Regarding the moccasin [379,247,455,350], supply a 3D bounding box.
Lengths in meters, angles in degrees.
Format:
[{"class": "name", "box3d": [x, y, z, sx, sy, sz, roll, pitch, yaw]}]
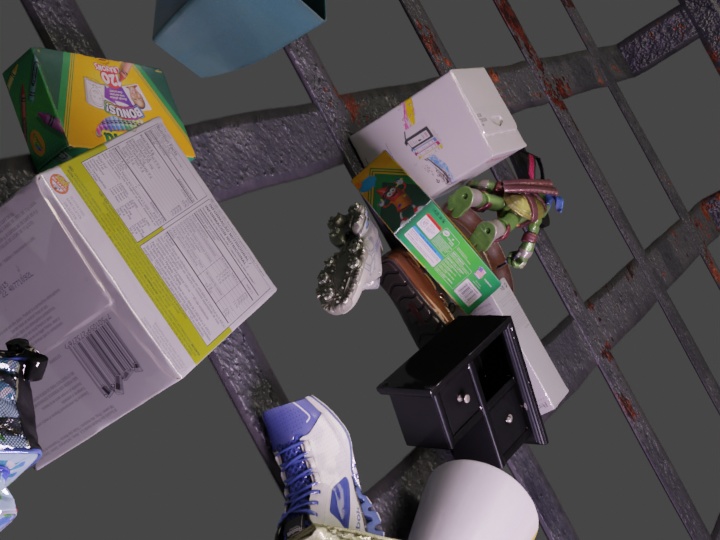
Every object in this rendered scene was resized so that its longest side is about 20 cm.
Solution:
[{"class": "moccasin", "box3d": [0.096, 0.058, 1.648, 0.202, 0.074, 0.078, 52, 38, 4]}]

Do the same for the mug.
[{"class": "mug", "box3d": [0.132, 0.346, 1.385, 0.187, 0.149, 0.153, 48, 39, -8]}]

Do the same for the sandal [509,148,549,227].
[{"class": "sandal", "box3d": [0.336, -0.179, 2.236, 0.075, 0.045, 0.201, 13, 54, -52]}]

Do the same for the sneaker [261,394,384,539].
[{"class": "sneaker", "box3d": [-0.051, 0.239, 1.249, 0.201, 0.080, 0.115, 63, 28, 2]}]

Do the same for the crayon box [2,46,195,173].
[{"class": "crayon box", "box3d": [-0.282, -0.167, 1.267, 0.199, 0.058, 0.120, -3, 67, -58]}]

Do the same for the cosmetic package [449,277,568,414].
[{"class": "cosmetic package", "box3d": [0.206, 0.127, 1.711, 0.201, 0.113, 0.081, 60, 29, 3]}]

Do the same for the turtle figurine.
[{"class": "turtle figurine", "box3d": [0.202, -0.070, 1.797, 0.193, 0.199, 0.145, -7, 93, -53]}]

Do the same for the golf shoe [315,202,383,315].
[{"class": "golf shoe", "box3d": [0.000, 0.000, 1.545, 0.097, 0.078, 0.201, 50, 32, -29]}]

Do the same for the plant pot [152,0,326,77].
[{"class": "plant pot", "box3d": [-0.164, -0.346, 1.460, 0.141, 0.199, 0.142, 35, 38, -38]}]

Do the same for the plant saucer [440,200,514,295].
[{"class": "plant saucer", "box3d": [0.178, -0.017, 1.867, 0.200, 0.034, 0.201, 37, 38, -36]}]

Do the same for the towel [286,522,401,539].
[{"class": "towel", "box3d": [-0.019, 0.306, 1.159, 0.199, 0.148, 0.037, 24, 44, -37]}]

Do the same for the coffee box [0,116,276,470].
[{"class": "coffee box", "box3d": [-0.235, 0.015, 1.041, 0.201, 0.199, 0.198, 55, 29, -7]}]

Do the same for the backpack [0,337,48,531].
[{"class": "backpack", "box3d": [-0.341, 0.132, 0.797, 0.199, 0.183, 0.148, 15, 51, -44]}]

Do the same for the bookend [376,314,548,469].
[{"class": "bookend", "box3d": [0.140, 0.192, 1.534, 0.200, 0.092, 0.200, -35, 114, -43]}]

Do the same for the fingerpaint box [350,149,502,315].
[{"class": "fingerpaint box", "box3d": [0.094, -0.055, 1.644, 0.200, 0.073, 0.167, 46, 4, -36]}]

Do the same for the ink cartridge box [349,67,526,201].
[{"class": "ink cartridge box", "box3d": [0.120, -0.198, 1.766, 0.145, 0.199, 0.147, 62, 29, 3]}]
